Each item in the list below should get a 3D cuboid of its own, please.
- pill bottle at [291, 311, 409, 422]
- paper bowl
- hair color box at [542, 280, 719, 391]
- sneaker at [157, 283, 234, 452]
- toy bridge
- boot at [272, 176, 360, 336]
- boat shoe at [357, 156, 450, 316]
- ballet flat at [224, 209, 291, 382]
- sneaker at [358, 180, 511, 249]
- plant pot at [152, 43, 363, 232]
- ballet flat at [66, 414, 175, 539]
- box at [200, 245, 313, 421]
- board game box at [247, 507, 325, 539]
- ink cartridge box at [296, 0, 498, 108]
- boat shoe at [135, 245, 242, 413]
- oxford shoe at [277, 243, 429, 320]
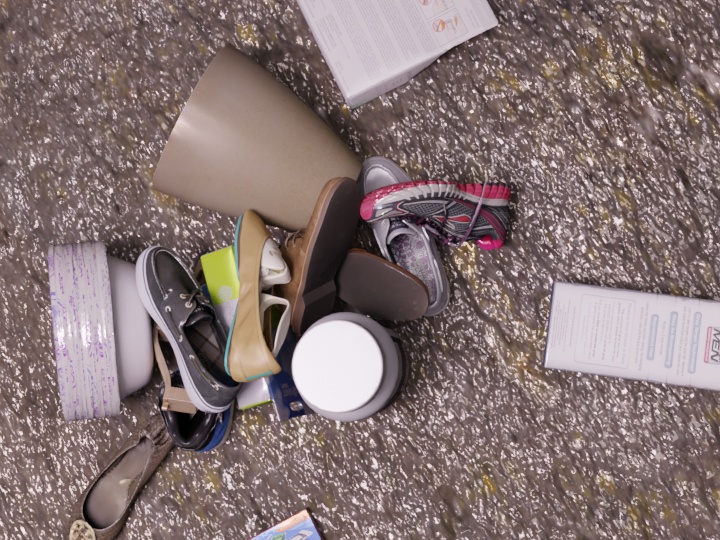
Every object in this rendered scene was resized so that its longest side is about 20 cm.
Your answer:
[{"bbox_3d":[-0.011,0.105,1.163,0.116,0.200,0.117,-1,85,8],"label":"pill bottle"},{"bbox_3d":[-0.293,0.066,1.208,0.104,0.201,0.201,-6,84,-16],"label":"paper bowl"},{"bbox_3d":[0.310,0.073,1.194,0.199,0.061,0.099,7,87,9],"label":"hair color box"},{"bbox_3d":[-0.182,0.110,1.230,0.077,0.111,0.200,6,86,8],"label":"sneaker"},{"bbox_3d":[-0.199,0.071,1.200,0.067,0.027,0.200,9,52,-1],"label":"toy bridge"},{"bbox_3d":[-0.058,-0.025,1.160,0.075,0.074,0.200,39,128,28],"label":"boot"},{"bbox_3d":[0.047,-0.042,1.233,0.072,0.069,0.200,-17,84,6],"label":"boat shoe"},{"bbox_3d":[-0.102,0.025,1.133,0.063,0.069,0.200,-5,63,12],"label":"ballet flat"},{"bbox_3d":[0.090,-0.062,1.184,0.200,0.081,0.075,0,90,-31],"label":"sneaker"},{"bbox_3d":[-0.105,-0.128,1.220,0.200,0.187,0.188,28,90,-5],"label":"plant pot"},{"bbox_3d":[-0.286,0.255,1.265,0.067,0.046,0.200,39,91,9],"label":"ballet flat"},{"bbox_3d":[-0.115,0.076,1.218,0.048,0.122,0.200,-17,82,15],"label":"box"},{"bbox_3d":[-0.125,0.371,1.248,0.200,0.019,0.103,-29,84,4],"label":"board game box"},{"bbox_3d":[0.040,-0.310,1.270,0.200,0.050,0.161,-26,82,1],"label":"ink cartridge box"},{"bbox_3d":[-0.179,0.055,1.147,0.057,0.069,0.200,-41,71,46],"label":"boat shoe"},{"bbox_3d":[0.000,0.000,1.214,0.200,0.071,0.071,20,117,28],"label":"oxford shoe"}]
